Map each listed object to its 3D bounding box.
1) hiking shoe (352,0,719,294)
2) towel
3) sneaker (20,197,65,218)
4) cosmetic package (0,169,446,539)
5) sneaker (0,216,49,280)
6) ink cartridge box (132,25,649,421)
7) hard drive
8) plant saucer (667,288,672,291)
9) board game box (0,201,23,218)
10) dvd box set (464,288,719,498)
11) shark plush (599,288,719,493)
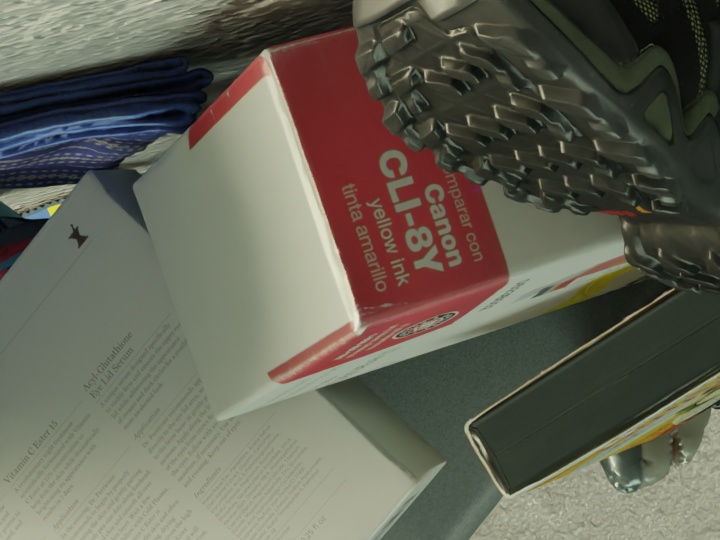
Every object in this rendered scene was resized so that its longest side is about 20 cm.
[{"bbox_3d":[0.071,-0.062,0.585,0.075,0.101,0.200,4,163,39],"label":"hiking shoe"},{"bbox_3d":[-0.134,-0.032,0.778,0.144,0.024,0.200,-12,179,-16],"label":"towel"},{"bbox_3d":[-0.156,0.008,1.177,0.066,0.079,0.200,-15,-179,-42],"label":"sneaker"},{"bbox_3d":[-0.092,0.089,0.797,0.200,0.151,0.052,-49,173,12],"label":"cosmetic package"},{"bbox_3d":[-0.175,0.022,0.870,0.199,0.080,0.095,-6,-161,-23],"label":"sneaker"},{"bbox_3d":[0.050,-0.032,0.713,0.199,0.084,0.145,-18,173,-23],"label":"ink cartridge box"},{"bbox_3d":[-0.002,0.040,0.851,0.200,0.139,0.033,-53,-161,12],"label":"hard drive"},{"bbox_3d":[0.065,-0.008,0.965,0.199,0.036,0.200,25,-174,-3],"label":"plant saucer"},{"bbox_3d":[-0.144,0.062,0.972,0.104,0.104,0.200,-12,-149,-37],"label":"board game box"},{"bbox_3d":[0.127,0.017,0.773,0.146,0.029,0.200,-34,170,17],"label":"dvd box set"},{"bbox_3d":[0.102,-0.001,1.071,0.083,0.201,0.091,-28,170,-8],"label":"shark plush"}]
